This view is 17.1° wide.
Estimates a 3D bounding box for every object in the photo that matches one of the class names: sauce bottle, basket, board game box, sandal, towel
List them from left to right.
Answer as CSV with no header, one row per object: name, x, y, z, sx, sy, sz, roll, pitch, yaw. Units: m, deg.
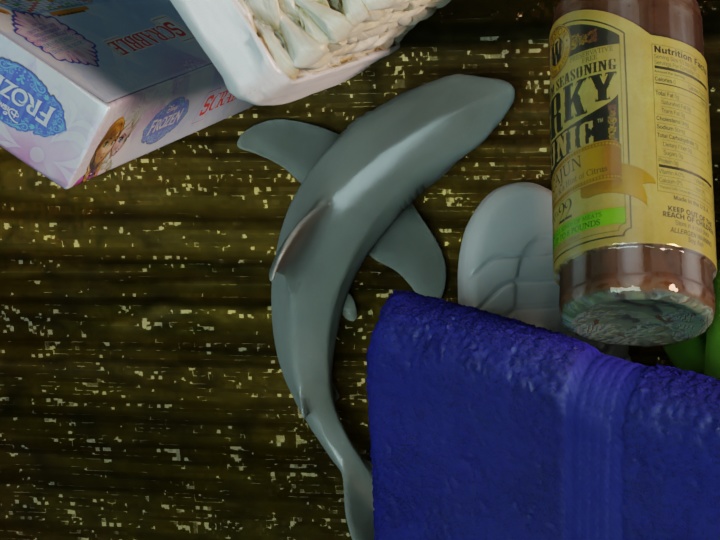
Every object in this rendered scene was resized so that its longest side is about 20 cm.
board game box,-0.151,-0.120,0.991,0.199,0.200,0.041,34,111,9
basket,-0.009,-0.158,0.942,0.123,0.200,0.136,-33,91,15
sandal,0.081,0.064,1.029,0.050,0.082,0.203,-12,98,54
towel,0.093,0.092,0.949,0.200,0.049,0.148,16,119,35
sauce bottle,0.106,-0.071,0.950,0.064,0.065,0.201,-9,65,20

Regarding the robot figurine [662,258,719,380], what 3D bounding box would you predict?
robot figurine,0.195,0.039,0.956,0.175,0.116,0.201,10,104,25

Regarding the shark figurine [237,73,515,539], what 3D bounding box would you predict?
shark figurine,-0.015,0.015,1.038,0.128,0.089,0.215,12,103,17
